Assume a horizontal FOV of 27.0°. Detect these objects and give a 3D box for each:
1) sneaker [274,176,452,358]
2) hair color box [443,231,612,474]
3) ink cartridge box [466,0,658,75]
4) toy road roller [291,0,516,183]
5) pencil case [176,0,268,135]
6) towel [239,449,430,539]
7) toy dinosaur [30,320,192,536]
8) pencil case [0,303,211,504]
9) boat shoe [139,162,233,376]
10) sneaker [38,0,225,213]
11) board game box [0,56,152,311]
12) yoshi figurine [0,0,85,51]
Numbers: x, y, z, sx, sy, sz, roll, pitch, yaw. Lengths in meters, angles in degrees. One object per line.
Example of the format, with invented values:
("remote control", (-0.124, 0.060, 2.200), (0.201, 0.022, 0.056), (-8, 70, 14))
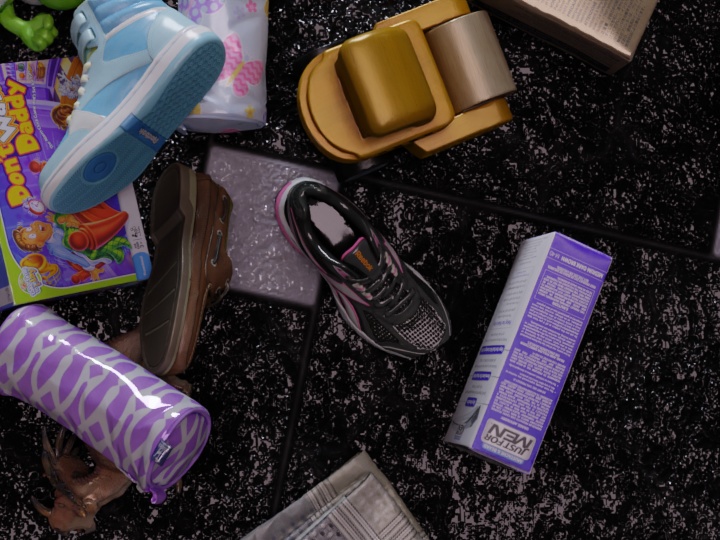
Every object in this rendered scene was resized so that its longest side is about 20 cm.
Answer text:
("sneaker", (0.000, 0.000, 1.318), (0.200, 0.086, 0.080), (42, 84, -4))
("hair color box", (0.146, 0.072, 1.322), (0.064, 0.109, 0.202), (24, 84, -7))
("ink cartridge box", (0.208, -0.307, 1.373), (0.164, 0.075, 0.201), (26, 84, -4))
("toy road roller", (0.042, -0.163, 1.305), (0.198, 0.146, 0.124), (-22, 90, -8))
("pencil case", (-0.125, -0.220, 1.317), (0.090, 0.083, 0.202), (1, 87, -21))
("towel", (-0.015, 0.291, 1.323), (0.192, 0.035, 0.201), (-38, 91, -8))
("toy dinosaur", (-0.215, 0.126, 1.286), (0.134, 0.086, 0.202), (1, 80, -1))
("pencil case", (-0.213, 0.105, 1.214), (0.199, 0.084, 0.086), (31, 97, 24))
("boat shoe", (-0.140, 0.002, 1.276), (0.068, 0.072, 0.202), (23, 55, -31))
("sneaker", (-0.219, -0.151, 1.263), (0.200, 0.080, 0.130), (-46, 67, -4))
("board game box", (-0.265, -0.076, 1.280), (0.134, 0.045, 0.202), (-13, 88, -37))
("yoshi figurine", (-0.306, -0.237, 1.271), (0.199, 0.113, 0.112), (-30, 72, -17))
